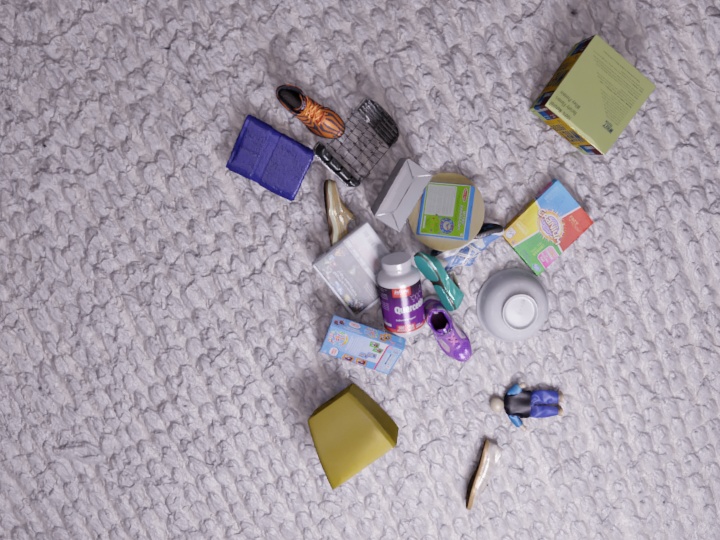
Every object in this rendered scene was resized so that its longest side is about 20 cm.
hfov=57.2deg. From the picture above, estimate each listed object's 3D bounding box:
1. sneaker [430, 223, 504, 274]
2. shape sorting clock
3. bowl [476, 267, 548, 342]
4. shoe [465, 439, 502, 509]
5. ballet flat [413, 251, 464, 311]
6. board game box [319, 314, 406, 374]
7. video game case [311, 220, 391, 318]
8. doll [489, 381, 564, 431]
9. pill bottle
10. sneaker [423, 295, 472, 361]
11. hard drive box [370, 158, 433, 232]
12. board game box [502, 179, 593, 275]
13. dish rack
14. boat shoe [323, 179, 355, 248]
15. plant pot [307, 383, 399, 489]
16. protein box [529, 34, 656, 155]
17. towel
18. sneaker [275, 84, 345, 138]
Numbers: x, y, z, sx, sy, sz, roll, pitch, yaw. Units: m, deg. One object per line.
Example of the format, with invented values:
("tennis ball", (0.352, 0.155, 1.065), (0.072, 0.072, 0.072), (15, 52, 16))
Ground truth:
("sneaker", (0.284, -0.059, 1.716), (0.197, 0.076, 0.078), (-25, 105, 13))
("shape sorting clock", (0.219, -0.150, 1.689), (0.196, 0.039, 0.205), (-3, 80, 17))
("bowl", (0.409, 0.101, 1.731), (0.196, 0.090, 0.206), (0, 100, -2))
("shoe", (0.338, 0.568, 1.814), (0.052, 0.070, 0.204), (18, 96, 4))
("ballet flat", (0.205, 0.012, 1.686), (0.071, 0.067, 0.201), (-47, 117, -23))
("board game box", (0.004, 0.196, 1.717), (0.196, 0.037, 0.152), (18, 143, -5))
("video game case", (0.000, 0.000, 1.711), (0.181, 0.023, 0.201), (-37, 116, 4))
("doll", (0.450, 0.370, 1.796), (0.195, 0.048, 0.140), (1, 98, -2))
("pill bottle", (0.103, 0.062, 1.686), (0.110, 0.113, 0.204), (-9, 114, 0))
("sneaker", (0.227, 0.163, 1.738), (0.080, 0.089, 0.202), (-35, 99, 3))
("hard drive box", (0.097, -0.190, 1.621), (0.076, 0.200, 0.158), (30, 98, -6))
("board game box", (0.483, -0.112, 1.722), (0.200, 0.040, 0.153), (-44, 98, 6))
("dish rack", (-0.003, -0.321, 1.651), (0.153, 0.055, 0.201), (40, 91, -31))
("boat shoe", (-0.050, -0.137, 1.696), (0.074, 0.072, 0.204), (-8, 110, -4))
("plant pot", (-0.030, 0.415, 1.730), (0.198, 0.200, 0.178), (-35, 87, 4))
("protein box", (0.566, -0.425, 1.626), (0.197, 0.135, 0.201), (36, 96, -7))
("towel", (-0.227, -0.285, 1.679), (0.197, 0.050, 0.149), (27, 105, -6))
("sneaker", (-0.127, -0.388, 1.627), (0.197, 0.112, 0.079), (29, 98, -6))
